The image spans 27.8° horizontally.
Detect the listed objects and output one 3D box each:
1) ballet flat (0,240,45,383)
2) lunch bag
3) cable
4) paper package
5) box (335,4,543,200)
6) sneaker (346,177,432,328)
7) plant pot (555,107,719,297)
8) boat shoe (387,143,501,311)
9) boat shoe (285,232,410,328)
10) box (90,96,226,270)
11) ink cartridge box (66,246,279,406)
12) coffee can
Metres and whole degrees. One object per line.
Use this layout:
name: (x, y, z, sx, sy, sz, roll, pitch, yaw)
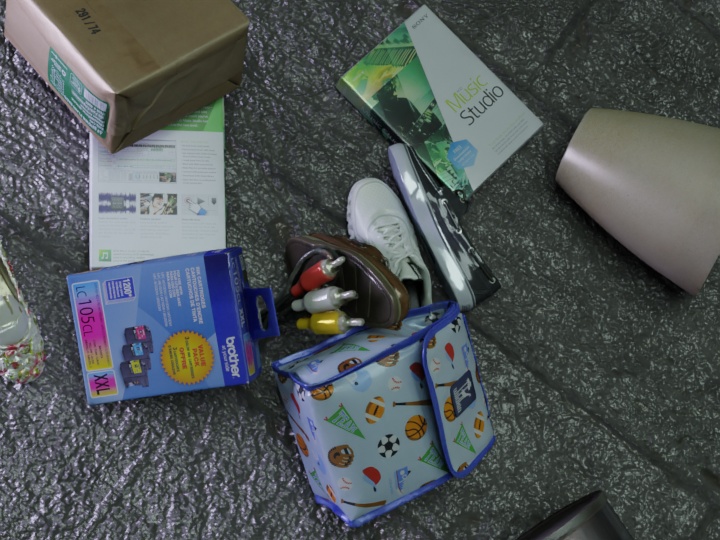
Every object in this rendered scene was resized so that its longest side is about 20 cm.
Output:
ballet flat: (-0.380, 0.022, 1.483, 0.076, 0.064, 0.200, -25, 81, -19)
lunch bag: (0.037, 0.140, 1.487, 0.200, 0.124, 0.170, -22, 109, -20)
cable: (-0.082, 0.039, 1.486, 0.200, 0.050, 0.097, -21, 77, 28)
paper package: (-0.246, -0.253, 1.537, 0.191, 0.103, 0.200, -33, 69, -28)
box: (0.091, -0.188, 1.663, 0.200, 0.036, 0.144, 45, 70, 4)
sneaker: (0.040, -0.013, 1.578, 0.075, 0.081, 0.200, -15, 76, -14)
plant pot: (0.328, -0.099, 1.628, 0.200, 0.187, 0.187, 28, 70, 12)
boat shoe: (0.095, -0.055, 1.602, 0.066, 0.070, 0.200, -25, 83, -6)
boat shoe: (0.000, 0.000, 1.514, 0.068, 0.200, 0.072, -12, 117, -31)
box: (-0.217, -0.093, 1.561, 0.144, 0.036, 0.200, 1, 75, -12)
ink cartridge box: (-0.179, 0.053, 1.461, 0.200, 0.076, 0.137, -9, 94, 6)
coffee can: (0.242, 0.347, 1.483, 0.146, 0.146, 0.200, -32, 83, -19)
